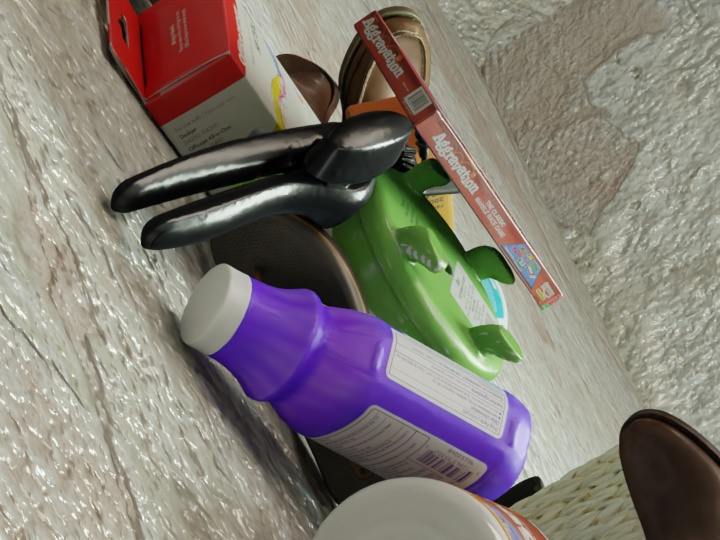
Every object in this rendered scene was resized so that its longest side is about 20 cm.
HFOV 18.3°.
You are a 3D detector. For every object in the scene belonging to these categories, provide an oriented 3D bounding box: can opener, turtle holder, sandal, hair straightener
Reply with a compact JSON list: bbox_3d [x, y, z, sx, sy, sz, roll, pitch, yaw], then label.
[{"bbox_3d":[-0.059,-0.052,1.230,0.199,0.079,0.063,-16,52,-42],"label":"can opener"},{"bbox_3d":[0.004,0.010,1.349,0.185,0.131,0.142,42,25,-43],"label":"turtle holder"},{"bbox_3d":[-0.033,0.051,1.278,0.054,0.081,0.201,-9,76,-57],"label":"sandal"},{"bbox_3d":[0.019,-0.068,1.468,0.041,0.078,0.200,19,3,29],"label":"hair straightener"}]

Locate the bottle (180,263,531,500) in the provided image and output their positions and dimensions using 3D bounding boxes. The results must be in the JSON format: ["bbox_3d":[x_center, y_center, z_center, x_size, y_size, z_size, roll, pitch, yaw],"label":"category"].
[{"bbox_3d":[-0.004,0.061,1.199,0.199,0.083,0.066,30,59,-24],"label":"bottle"}]

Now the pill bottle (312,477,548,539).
[{"bbox_3d":[0.048,0.172,1.162,0.113,0.112,0.200,63,9,17],"label":"pill bottle"}]

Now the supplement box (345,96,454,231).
[{"bbox_3d":[0.033,-0.036,1.653,0.201,0.066,0.069,84,-11,-48],"label":"supplement box"}]

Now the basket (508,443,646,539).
[{"bbox_3d":[0.181,0.233,1.429,0.199,0.199,0.161,55,8,-23],"label":"basket"}]

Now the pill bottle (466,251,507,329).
[{"bbox_3d":[0.035,0.032,1.530,0.111,0.110,0.200,61,9,8],"label":"pill bottle"}]

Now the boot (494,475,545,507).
[{"bbox_3d":[0.144,0.239,1.620,0.151,0.073,0.200,60,4,-5],"label":"boot"}]

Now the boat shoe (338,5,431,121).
[{"bbox_3d":[0.018,-0.100,1.680,0.068,0.071,0.201,-112,-153,-47],"label":"boat shoe"}]

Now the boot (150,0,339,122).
[{"bbox_3d":[-0.094,-0.170,1.586,0.200,0.064,0.187,49,10,-29],"label":"boot"}]

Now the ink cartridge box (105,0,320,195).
[{"bbox_3d":[-0.085,-0.109,1.438,0.200,0.067,0.117,55,12,-33],"label":"ink cartridge box"}]

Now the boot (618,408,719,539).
[{"bbox_3d":[0.153,0.169,1.216,0.199,0.064,0.187,-8,61,-51],"label":"boot"}]

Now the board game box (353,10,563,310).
[{"bbox_3d":[0.062,-0.065,1.377,0.200,0.019,0.103,52,8,-47],"label":"board game box"}]
